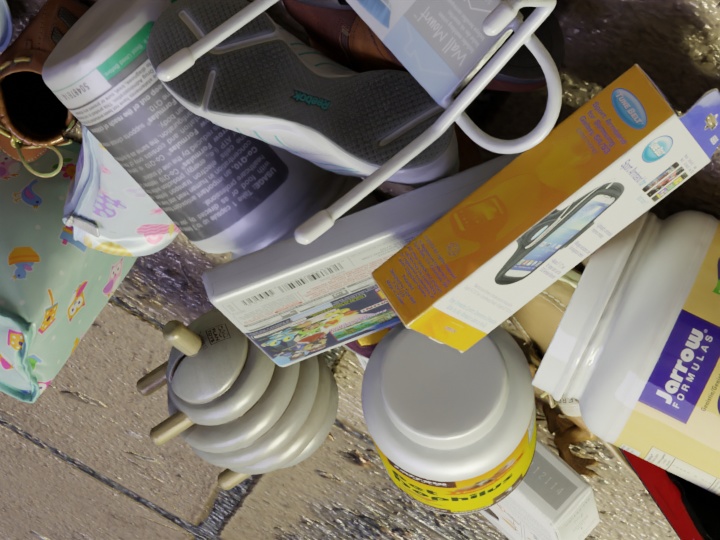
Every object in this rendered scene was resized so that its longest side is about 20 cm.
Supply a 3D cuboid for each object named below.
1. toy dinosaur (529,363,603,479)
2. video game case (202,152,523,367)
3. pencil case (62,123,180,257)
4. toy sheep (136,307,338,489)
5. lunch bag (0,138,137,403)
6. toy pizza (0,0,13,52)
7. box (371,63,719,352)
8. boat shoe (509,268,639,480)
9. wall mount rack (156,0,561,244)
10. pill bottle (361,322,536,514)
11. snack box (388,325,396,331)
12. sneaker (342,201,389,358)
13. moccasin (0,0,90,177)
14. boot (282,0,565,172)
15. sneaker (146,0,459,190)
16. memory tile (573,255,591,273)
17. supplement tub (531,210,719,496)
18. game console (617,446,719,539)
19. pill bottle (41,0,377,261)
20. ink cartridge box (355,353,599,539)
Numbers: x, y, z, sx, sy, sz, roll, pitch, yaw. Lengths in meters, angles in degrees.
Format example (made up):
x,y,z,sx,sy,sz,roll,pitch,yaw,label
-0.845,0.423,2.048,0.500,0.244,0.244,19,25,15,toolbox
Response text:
x,y,z,sx,sy,sz,roll,pitch,yaw,label
0.146,0.087,1.607,0.199,0.061,0.107,16,132,12,toy dinosaur
0.022,-0.005,1.330,0.199,0.023,0.182,-22,163,5,video game case
-0.151,-0.080,1.539,0.090,0.084,0.200,-12,162,-16,pencil case
-0.091,0.091,1.765,0.137,0.139,0.200,10,163,36,toy sheep
-0.283,-0.024,1.695,0.199,0.171,0.122,22,148,15,lunch bag
-0.312,-0.212,1.523,0.199,0.032,0.200,25,157,11,toy pizza
0.107,-0.037,1.223,0.042,0.200,0.119,52,-172,17,box
0.151,0.066,1.480,0.200,0.067,0.074,42,153,-25,boat shoe
0.000,-0.119,1.172,0.200,0.074,0.174,50,117,14,wall mount rack
0.058,0.089,1.477,0.109,0.110,0.200,24,168,11,pill bottle
0.044,0.001,1.470,0.024,0.072,0.200,53,174,20,snack box
0.000,0.000,1.548,0.200,0.075,0.090,41,160,-27,sneaker
-0.218,-0.113,1.557,0.073,0.078,0.201,33,156,-14,moccasin
0.041,-0.103,1.303,0.187,0.069,0.200,18,155,22,boot
-0.033,-0.090,1.288,0.200,0.071,0.080,26,169,21,sneaker
0.181,0.025,1.470,0.200,0.017,0.153,39,155,-20,memory tile
0.214,0.054,1.326,0.199,0.146,0.146,25,157,5,supplement tub
0.258,0.138,1.402,0.199,0.177,0.031,11,119,-23,game console
-0.088,-0.084,1.395,0.200,0.113,0.113,48,151,-18,pill bottle
0.088,0.132,1.680,0.200,0.045,0.176,42,170,20,ink cartridge box
